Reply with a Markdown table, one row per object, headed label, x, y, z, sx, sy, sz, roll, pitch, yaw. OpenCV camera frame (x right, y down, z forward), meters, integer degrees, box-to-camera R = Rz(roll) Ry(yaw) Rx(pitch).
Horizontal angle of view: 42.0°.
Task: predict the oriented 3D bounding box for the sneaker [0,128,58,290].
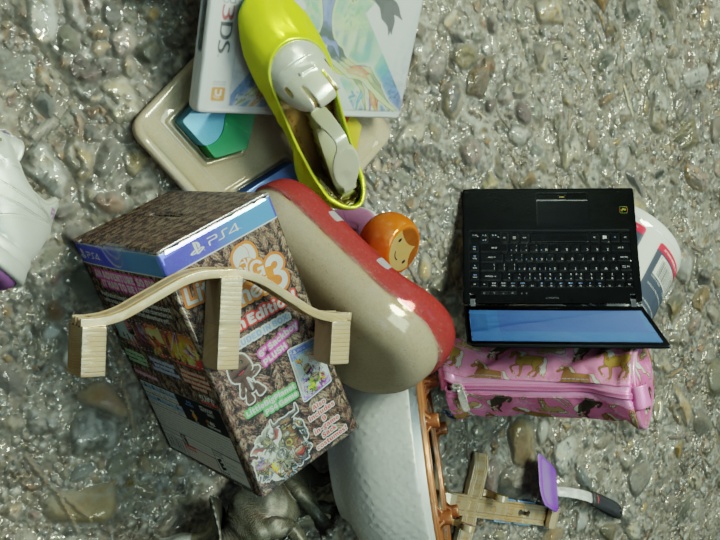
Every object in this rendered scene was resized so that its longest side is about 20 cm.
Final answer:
| label | x | y | z | sx | sy | sz | roll | pitch | yaw |
| --- | --- | --- | --- | --- | --- | --- | --- | --- | --- |
| sneaker | -0.296 | -0.077 | 0.644 | 0.200 | 0.075 | 0.100 | 49 | 53 | -34 |

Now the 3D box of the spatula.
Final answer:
| label | x | y | z | sx | sy | sz | roll | pitch | yaw |
| --- | --- | --- | --- | --- | --- | --- | --- | --- | --- |
| spatula | 0.260 | 0.267 | 1.105 | 0.200 | 0.020 | 0.057 | 28 | 53 | -39 |

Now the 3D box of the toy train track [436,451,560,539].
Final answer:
| label | x | y | z | sx | sy | sz | roll | pitch | yaw |
| --- | --- | --- | --- | --- | --- | --- | --- | --- | --- |
| toy train track | 0.158 | 0.265 | 1.029 | 0.199 | 0.032 | 0.115 | 17 | 84 | -38 |

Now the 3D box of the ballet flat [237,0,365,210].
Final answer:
| label | x | y | z | sx | sy | sz | roll | pitch | yaw |
| --- | --- | --- | --- | --- | --- | --- | --- | --- | --- |
| ballet flat | -0.037 | -0.130 | 0.753 | 0.067 | 0.067 | 0.201 | -32 | 129 | -15 |

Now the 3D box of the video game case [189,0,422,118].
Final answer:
| label | x | y | z | sx | sy | sz | roll | pitch | yaw |
| --- | --- | --- | --- | --- | --- | --- | --- | --- | --- |
| video game case | -0.035 | -0.216 | 0.764 | 0.199 | 0.022 | 0.183 | -5 | 118 | -33 |

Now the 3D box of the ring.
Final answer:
| label | x | y | z | sx | sy | sz | roll | pitch | yaw |
| --- | --- | --- | --- | --- | --- | --- | --- | --- | --- |
| ring | 0.076 | 0.187 | 0.880 | 0.019 | 0.200 | 0.202 | -9 | 103 | 5 |

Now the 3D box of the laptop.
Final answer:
| label | x | y | z | sx | sy | sz | roll | pitch | yaw |
| --- | --- | --- | --- | --- | --- | --- | --- | --- | --- |
| laptop | 0.186 | -0.008 | 0.890 | 0.176 | 0.103 | 0.201 | 1 | 68 | 5 |

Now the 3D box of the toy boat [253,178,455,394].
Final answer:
| label | x | y | z | sx | sy | sz | roll | pitch | yaw |
| --- | --- | --- | --- | --- | --- | --- | --- | --- | --- |
| toy boat | 0.000 | 0.000 | 0.759 | 0.200 | 0.131 | 0.131 | 44 | 59 | 13 |

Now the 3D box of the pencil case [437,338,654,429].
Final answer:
| label | x | y | z | sx | sy | sz | roll | pitch | yaw |
| --- | --- | --- | --- | --- | --- | --- | --- | --- | --- |
| pencil case | 0.173 | 0.103 | 0.871 | 0.083 | 0.199 | 0.087 | 62 | 37 | -41 |

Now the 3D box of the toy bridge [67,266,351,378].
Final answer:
| label | x | y | z | sx | sy | sz | roll | pitch | yaw |
| --- | --- | --- | --- | --- | --- | --- | --- | --- | --- |
| toy bridge | -0.091 | 0.032 | 0.623 | 0.199 | 0.027 | 0.068 | 0 | 95 | -33 |

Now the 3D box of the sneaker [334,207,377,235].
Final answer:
| label | x | y | z | sx | sy | sz | roll | pitch | yaw |
| --- | --- | --- | --- | --- | --- | --- | --- | --- | --- |
| sneaker | -0.017 | 0.047 | 0.855 | 0.088 | 0.080 | 0.201 | 34 | 77 | -53 |

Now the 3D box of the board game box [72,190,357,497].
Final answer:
| label | x | y | z | sx | sy | sz | roll | pitch | yaw |
| --- | --- | --- | --- | --- | --- | --- | --- | --- | --- |
| board game box | -0.113 | 0.049 | 0.726 | 0.097 | 0.159 | 0.201 | -31 | 113 | -30 |

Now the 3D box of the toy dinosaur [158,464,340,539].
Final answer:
| label | x | y | z | sx | sy | sz | roll | pitch | yaw |
| --- | --- | --- | --- | --- | --- | --- | --- | --- | --- |
| toy dinosaur | -0.072 | 0.203 | 0.821 | 0.102 | 0.077 | 0.200 | 45 | 49 | 4 |

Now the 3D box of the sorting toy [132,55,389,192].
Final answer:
| label | x | y | z | sx | sy | sz | roll | pitch | yaw |
| --- | --- | --- | --- | --- | --- | --- | --- | --- | --- |
| sorting toy | -0.073 | -0.123 | 0.815 | 0.185 | 0.036 | 0.200 | 49 | 66 | -29 |

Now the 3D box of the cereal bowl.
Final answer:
| label | x | y | z | sx | sy | sz | roll | pitch | yaw |
| --- | --- | --- | --- | --- | --- | --- | --- | --- | --- |
| cereal bowl | 0.019 | 0.171 | 0.844 | 0.083 | 0.200 | 0.201 | -10 | 104 | 6 |

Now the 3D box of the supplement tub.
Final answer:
| label | x | y | z | sx | sy | sz | roll | pitch | yaw |
| --- | --- | --- | --- | --- | --- | --- | --- | --- | --- |
| supplement tub | 0.241 | 0.035 | 1.000 | 0.140 | 0.140 | 0.201 | 44 | 69 | -31 |
